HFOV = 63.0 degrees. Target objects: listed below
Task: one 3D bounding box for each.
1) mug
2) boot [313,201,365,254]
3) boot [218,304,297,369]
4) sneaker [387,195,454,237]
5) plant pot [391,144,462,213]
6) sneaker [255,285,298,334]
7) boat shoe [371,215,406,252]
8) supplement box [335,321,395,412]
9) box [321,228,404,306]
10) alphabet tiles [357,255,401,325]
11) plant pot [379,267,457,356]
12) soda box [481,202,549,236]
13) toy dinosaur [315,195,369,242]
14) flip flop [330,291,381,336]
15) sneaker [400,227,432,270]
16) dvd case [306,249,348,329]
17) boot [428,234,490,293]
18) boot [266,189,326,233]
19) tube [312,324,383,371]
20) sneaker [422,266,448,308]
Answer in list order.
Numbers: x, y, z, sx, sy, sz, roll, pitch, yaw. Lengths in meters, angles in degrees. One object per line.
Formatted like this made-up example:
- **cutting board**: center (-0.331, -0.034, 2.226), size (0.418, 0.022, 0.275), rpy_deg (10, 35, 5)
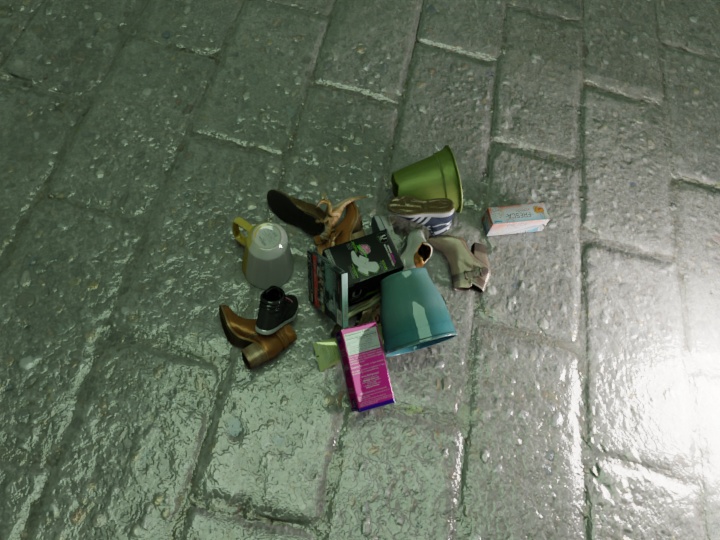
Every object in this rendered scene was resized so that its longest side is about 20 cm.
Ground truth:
- **mug**: center (-0.270, -0.055, 1.598), size (0.179, 0.154, 0.154), rpy_deg (8, 62, -4)
- **boot**: center (-0.065, -0.116, 1.713), size (0.150, 0.075, 0.204), rpy_deg (-18, 45, 4)
- **boot**: center (-0.271, 0.144, 1.543), size (0.153, 0.078, 0.200), rpy_deg (-28, 60, -29)
- **sneaker**: center (0.176, -0.156, 1.709), size (0.192, 0.110, 0.072), rpy_deg (4, 58, 11)
- **plant pot**: center (0.192, -0.253, 1.772), size (0.183, 0.202, 0.206), rpy_deg (-13, 64, -3)
- **sneaker**: center (-0.205, 0.081, 1.525), size (0.069, 0.102, 0.200), rpy_deg (19, 24, 13)
- **boat shoe**: center (0.099, -0.080, 1.718), size (0.083, 0.076, 0.206), rpy_deg (-8, 51, -17)
- **supplement box**: center (0.009, 0.243, 1.487), size (0.100, 0.101, 0.208), rpy_deg (-10, 81, -14)
- **box**: center (0.000, 0.000, 1.607), size (0.194, 0.150, 0.127), rpy_deg (-18, 66, -17)
- **alphabet tiles**: center (0.063, 0.056, 1.678), size (0.161, 0.008, 0.206), rpy_deg (-6, 64, -12)
- **plant pot**: center (0.135, 0.103, 1.532), size (0.193, 0.200, 0.195), rpy_deg (-11, 77, -14)
- **soda box**: center (0.478, -0.158, 1.821), size (0.192, 0.069, 0.066), rpy_deg (-5, 63, -11)
- **toy dinosaur**: center (-0.074, -0.169, 1.690), size (0.105, 0.060, 0.202), rpy_deg (39, 69, -9)
- **flip flop**: center (0.005, 0.124, 1.595), size (0.196, 0.081, 0.059), rpy_deg (-31, 85, -21)
- **sneaker**: center (0.176, -0.063, 1.686), size (0.082, 0.074, 0.202), rpy_deg (-15, 29, 28)
- **dvd case**: center (-0.087, 0.045, 1.530), size (0.021, 0.151, 0.199), rpy_deg (-12, 24, -27)
- **boot**: center (0.287, -0.016, 1.720), size (0.192, 0.071, 0.151), rpy_deg (9, 69, 4)
- **boot**: center (-0.187, -0.182, 1.740), size (0.196, 0.075, 0.076), rpy_deg (31, 36, 9)
- **tube**: center (-0.028, 0.198, 1.566), size (0.194, 0.053, 0.059), rpy_deg (-18, 52, -16)
- **sneaker**: center (0.177, 0.078, 1.649), size (0.080, 0.074, 0.202), rpy_deg (-19, 57, -22)
